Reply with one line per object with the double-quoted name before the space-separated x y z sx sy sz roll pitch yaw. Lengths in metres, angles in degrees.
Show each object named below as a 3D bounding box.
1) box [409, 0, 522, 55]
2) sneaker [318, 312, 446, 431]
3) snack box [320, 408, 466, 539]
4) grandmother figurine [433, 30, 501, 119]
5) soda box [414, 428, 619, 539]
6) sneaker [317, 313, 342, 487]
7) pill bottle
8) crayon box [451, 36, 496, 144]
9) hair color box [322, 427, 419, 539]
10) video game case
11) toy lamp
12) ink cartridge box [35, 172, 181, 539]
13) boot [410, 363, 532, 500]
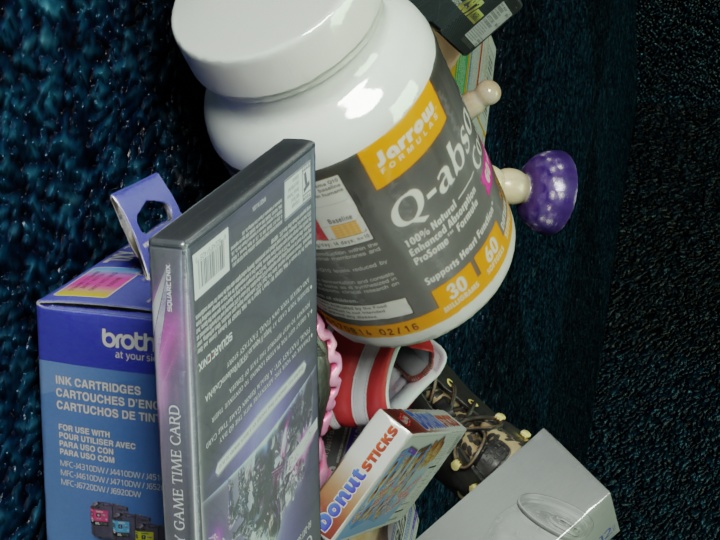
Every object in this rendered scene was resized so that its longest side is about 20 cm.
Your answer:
"box" 0.010 -0.204 0.830 0.158 0.051 0.200 52 9 11
"sneaker" 0.000 0.000 0.901 0.071 0.111 0.202 46 49 -60
"snack box" 0.018 0.113 0.871 0.072 0.024 0.200 -53 167 3
"grandmother figurine" 0.034 -0.134 0.983 0.060 0.121 0.201 -24 146 -59
"soda box" 0.071 0.198 0.991 0.200 0.068 0.064 -39 146 -10
"sneaker" -0.059 0.093 0.808 0.096 0.078 0.201 -52 144 -46
"pill bottle" -0.006 -0.063 0.740 0.201 0.115 0.117 60 36 -45
"crayon box" 0.055 -0.138 1.119 0.200 0.051 0.127 46 51 -73
"hair color box" -0.010 0.164 1.028 0.201 0.064 0.110 74 26 -52
"video game case" -0.046 0.061 0.634 0.143 0.019 0.202 -48 141 -64
"toy lamp" 0.028 -0.057 0.878 0.058 0.198 0.059 -172 -90 -66
"ink cartridge box" -0.080 0.062 0.683 0.136 0.076 0.202 -44 138 -68
"boot" 0.049 0.087 1.051 0.073 0.150 0.201 -41 153 -19
